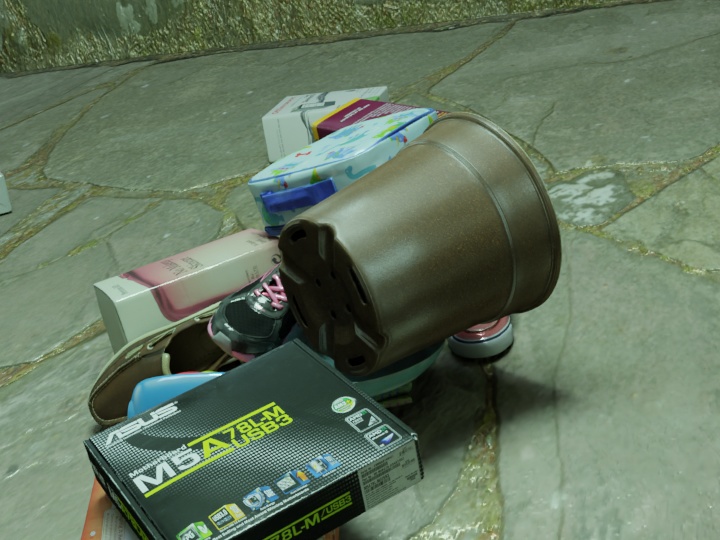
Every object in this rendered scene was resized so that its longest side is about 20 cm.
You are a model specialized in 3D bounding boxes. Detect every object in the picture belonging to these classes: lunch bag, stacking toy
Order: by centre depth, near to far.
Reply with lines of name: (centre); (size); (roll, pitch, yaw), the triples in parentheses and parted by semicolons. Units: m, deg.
stacking toy: (-0.139, 0.133, 1.142); (0.108, 0.118, 0.200); (-5, 9, 6)
lunch bag: (-0.014, -0.100, 1.294); (0.198, 0.084, 0.160); (-10, 17, 46)

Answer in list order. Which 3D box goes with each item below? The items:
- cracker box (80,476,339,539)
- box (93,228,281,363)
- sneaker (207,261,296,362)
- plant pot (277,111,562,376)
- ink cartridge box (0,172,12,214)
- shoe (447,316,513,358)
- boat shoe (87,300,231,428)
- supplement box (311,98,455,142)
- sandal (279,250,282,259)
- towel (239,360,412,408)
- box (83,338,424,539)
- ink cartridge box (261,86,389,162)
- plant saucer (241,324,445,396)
cracker box: (-0.115, 0.185, 0.975); (0.196, 0.058, 0.135); (-7, 39, 6)
box: (-0.175, 0.040, 1.336); (0.197, 0.111, 0.128); (-20, 15, -20)
sneaker: (-0.069, 0.016, 1.163); (0.079, 0.096, 0.199); (37, 35, 14)
plant pot: (0.043, -0.014, 1.104); (0.197, 0.203, 0.199); (-27, 26, -29)
ink cartridge box: (-0.693, -0.140, 2.154); (0.115, 0.068, 0.199); (-18, 21, -21)
shoe: (0.126, 0.015, 1.317); (0.070, 0.092, 0.201); (-6, 21, 11)
boat shoe: (-0.191, 0.091, 1.210); (0.201, 0.075, 0.075); (-35, 6, 5)
supplement box: (0.047, -0.124, 1.419); (0.198, 0.112, 0.085); (16, 39, 42)
sandal: (0.000, 0.000, 1.319); (0.198, 0.055, 0.082); (26, 27, -32)
towel: (-0.038, 0.100, 1.197); (0.141, 0.023, 0.200); (-10, 17, -11)
box: (-0.083, 0.141, 0.915); (0.198, 0.048, 0.193); (-24, 32, -22)
ink cartridge box: (-0.056, -0.256, 2.137); (0.197, 0.085, 0.146); (-3, 21, 17)
plant saucer: (-0.015, 0.081, 1.164); (0.196, 0.028, 0.200); (-6, 17, 2)
